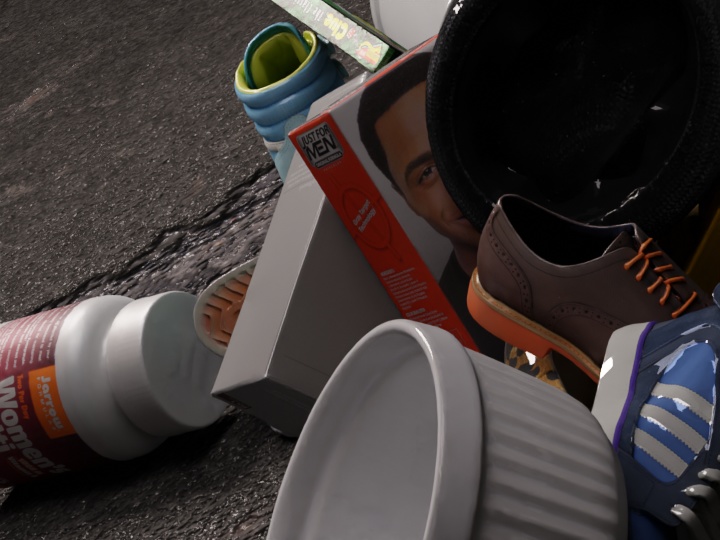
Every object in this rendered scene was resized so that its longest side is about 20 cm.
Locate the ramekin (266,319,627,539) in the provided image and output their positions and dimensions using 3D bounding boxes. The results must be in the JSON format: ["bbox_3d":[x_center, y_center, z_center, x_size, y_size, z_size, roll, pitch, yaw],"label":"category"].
[{"bbox_3d":[0.038,0.131,1.201,0.200,0.105,0.201,128,152,-44],"label":"ramekin"}]

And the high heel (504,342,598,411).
[{"bbox_3d":[0.129,0.064,1.405,0.142,0.071,0.200,0,44,54],"label":"high heel"}]

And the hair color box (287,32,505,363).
[{"bbox_3d":[0.058,-0.024,1.509,0.101,0.200,0.061,-36,6,-26],"label":"hair color box"}]

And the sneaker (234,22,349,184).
[{"bbox_3d":[-0.023,-0.108,1.769,0.079,0.131,0.200,-26,5,10],"label":"sneaker"}]

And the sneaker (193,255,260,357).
[{"bbox_3d":[-0.012,-0.003,1.681,0.199,0.072,0.080,-23,-2,1],"label":"sneaker"}]

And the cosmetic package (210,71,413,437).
[{"bbox_3d":[0.000,0.000,1.556,0.090,0.106,0.201,-25,45,60],"label":"cosmetic package"}]

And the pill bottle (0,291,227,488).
[{"bbox_3d":[-0.187,0.078,1.766,0.199,0.110,0.110,-15,24,37],"label":"pill bottle"}]

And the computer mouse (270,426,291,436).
[{"bbox_3d":[0.022,0.047,1.639,0.199,0.044,0.110,-23,21,20],"label":"computer mouse"}]

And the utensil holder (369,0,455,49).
[{"bbox_3d":[0.106,-0.169,1.783,0.169,0.170,0.200,-30,22,0],"label":"utensil holder"}]

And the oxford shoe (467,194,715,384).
[{"bbox_3d":[0.145,0.022,1.366,0.199,0.073,0.071,22,38,20],"label":"oxford shoe"}]

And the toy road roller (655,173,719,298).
[{"bbox_3d":[0.253,-0.034,1.441,0.123,0.145,0.201,-75,11,-64],"label":"toy road roller"}]

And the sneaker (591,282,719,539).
[{"bbox_3d":[0.184,0.091,1.247,0.146,0.081,0.201,-7,41,20],"label":"sneaker"}]

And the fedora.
[{"bbox_3d":[0.135,-0.097,1.445,0.200,0.202,0.091,-17,-5,33],"label":"fedora"}]

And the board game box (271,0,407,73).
[{"bbox_3d":[0.006,-0.139,1.650,0.024,0.105,0.200,-60,34,7],"label":"board game box"}]
